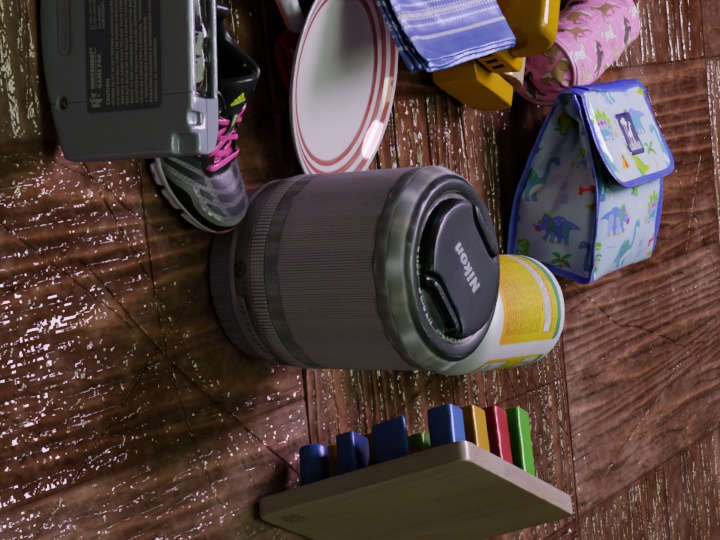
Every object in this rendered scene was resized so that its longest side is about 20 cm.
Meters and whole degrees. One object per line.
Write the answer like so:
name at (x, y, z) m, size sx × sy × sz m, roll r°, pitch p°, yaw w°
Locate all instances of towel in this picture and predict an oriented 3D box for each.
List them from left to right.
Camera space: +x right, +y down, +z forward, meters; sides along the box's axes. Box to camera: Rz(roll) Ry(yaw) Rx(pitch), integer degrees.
towel at (0.055, -0.272, 1.414) m, size 0.145 × 0.024 × 0.200 m, roll -22°, pitch 87°, yaw -44°

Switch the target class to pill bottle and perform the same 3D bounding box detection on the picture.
pill bottle at (0.103, 0.041, 1.539) m, size 0.200 × 0.113 × 0.113 m, roll -2°, pitch 91°, yaw -57°

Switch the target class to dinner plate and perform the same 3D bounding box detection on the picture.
dinner plate at (-0.018, -0.167, 1.406) m, size 0.200 × 0.024 × 0.201 m, roll -39°, pitch 136°, yaw -53°

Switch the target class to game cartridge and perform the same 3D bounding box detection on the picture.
game cartridge at (-0.162, -0.177, 1.126) m, size 0.042 × 0.133 × 0.200 m, roll -2°, pitch 91°, yaw -56°

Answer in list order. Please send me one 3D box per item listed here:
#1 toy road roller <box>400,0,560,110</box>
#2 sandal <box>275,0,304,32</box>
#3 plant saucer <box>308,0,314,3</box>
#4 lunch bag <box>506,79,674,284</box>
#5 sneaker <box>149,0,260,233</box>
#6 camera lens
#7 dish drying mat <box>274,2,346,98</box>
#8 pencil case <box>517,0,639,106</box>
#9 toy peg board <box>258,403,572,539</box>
toy road roller at (0.135, -0.240, 1.557) m, size 0.200 × 0.146 × 0.123 m, roll 27°, pitch 67°, yaw -58°
sandal at (-0.095, -0.248, 1.293) m, size 0.207 × 0.059 × 0.079 m, roll 66°, pitch -1°, yaw -57°
plant saucer at (-0.023, -0.328, 1.422) m, size 0.200 × 0.032 × 0.201 m, roll 12°, pitch 75°, yaw -52°
lunch bag at (0.250, -0.101, 1.732) m, size 0.170 × 0.127 × 0.200 m, roll -17°, pitch 114°, yaw -56°
sneaker at (-0.115, -0.121, 1.236) m, size 0.074 × 0.087 × 0.200 m, roll -38°, pitch 120°, yaw -51°
camera lens at (0.000, 0.000, 1.304) m, size 0.160 × 0.200 × 0.160 m, roll 4°, pitch 86°, yaw -57°
dish drying mat at (-0.015, -0.217, 1.454) m, size 0.200 × 0.018 × 0.077 m, roll -50°, pitch 128°, yaw -45°
pencil case at (0.235, -0.250, 1.776) m, size 0.200 × 0.083 × 0.087 m, roll -40°, pitch 114°, yaw -49°
toy peg board at (0.046, 0.166, 1.393) m, size 0.199 × 0.200 × 0.098 m, roll 33°, pitch 45°, yaw -51°
